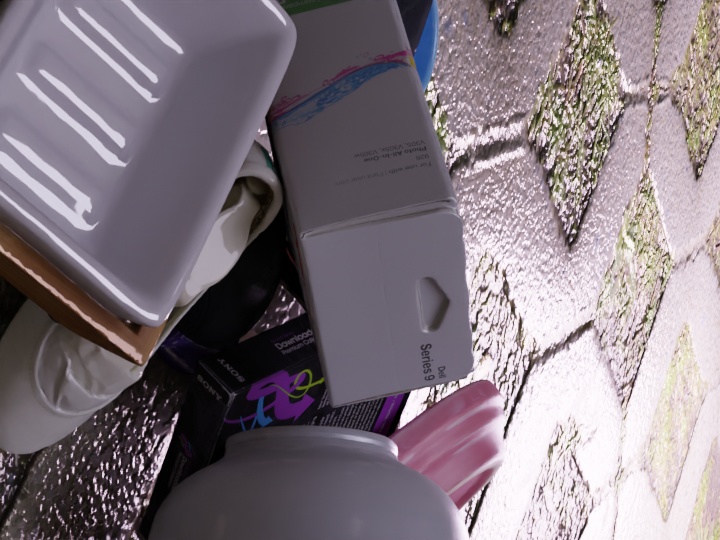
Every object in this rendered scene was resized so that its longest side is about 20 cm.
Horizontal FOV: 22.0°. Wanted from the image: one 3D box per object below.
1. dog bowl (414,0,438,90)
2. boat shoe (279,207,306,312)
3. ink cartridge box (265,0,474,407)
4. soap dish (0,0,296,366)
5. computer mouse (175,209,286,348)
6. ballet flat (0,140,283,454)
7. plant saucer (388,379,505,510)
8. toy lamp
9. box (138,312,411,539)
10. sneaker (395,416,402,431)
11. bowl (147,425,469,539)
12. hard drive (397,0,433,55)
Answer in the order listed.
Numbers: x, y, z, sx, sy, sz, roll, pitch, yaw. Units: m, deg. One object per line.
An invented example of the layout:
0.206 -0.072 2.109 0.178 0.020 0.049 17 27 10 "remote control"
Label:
-0.001 -0.169 1.215 0.200 0.049 0.112 33 67 -64 "dog bowl"
-0.001 0.002 1.169 0.201 0.063 0.074 42 67 -38 "boat shoe"
-0.002 -0.052 0.993 0.146 0.087 0.201 80 -5 -50 "ink cartridge box"
-0.126 -0.080 0.856 0.157 0.081 0.201 42 55 -31 "soap dish"
-0.088 -0.049 0.980 0.139 0.052 0.201 -49 126 -47 "computer mouse"
-0.111 0.014 0.910 0.200 0.069 0.069 -49 150 -6 "ballet flat"
0.027 0.156 1.248 0.200 0.051 0.201 -39 167 -11 "plant saucer"
-0.074 0.042 1.110 0.200 0.058 0.059 27 73 -68 "toy lamp"
-0.036 0.082 1.108 0.199 0.036 0.144 -24 146 -46 "box"
0.008 0.046 1.275 0.082 0.074 0.202 -26 121 -61 "sneaker"
-0.027 0.138 1.003 0.201 0.199 0.091 40 48 -63 "bowl"
-0.009 -0.221 1.107 0.134 0.042 0.202 23 72 -26 "hard drive"
